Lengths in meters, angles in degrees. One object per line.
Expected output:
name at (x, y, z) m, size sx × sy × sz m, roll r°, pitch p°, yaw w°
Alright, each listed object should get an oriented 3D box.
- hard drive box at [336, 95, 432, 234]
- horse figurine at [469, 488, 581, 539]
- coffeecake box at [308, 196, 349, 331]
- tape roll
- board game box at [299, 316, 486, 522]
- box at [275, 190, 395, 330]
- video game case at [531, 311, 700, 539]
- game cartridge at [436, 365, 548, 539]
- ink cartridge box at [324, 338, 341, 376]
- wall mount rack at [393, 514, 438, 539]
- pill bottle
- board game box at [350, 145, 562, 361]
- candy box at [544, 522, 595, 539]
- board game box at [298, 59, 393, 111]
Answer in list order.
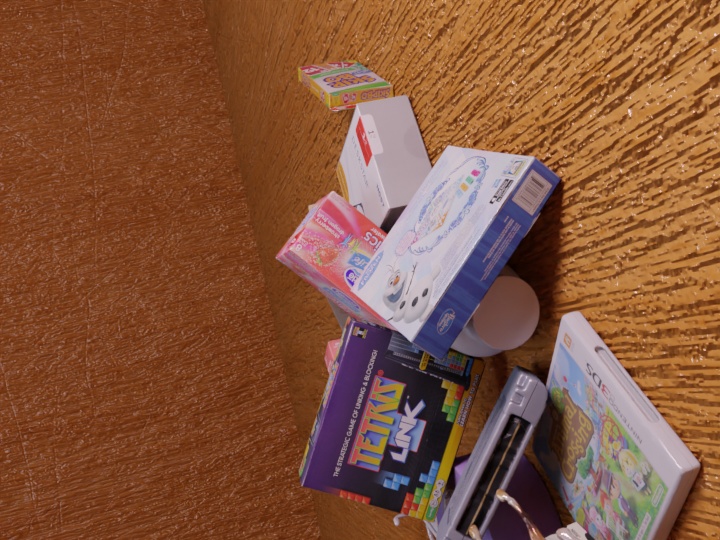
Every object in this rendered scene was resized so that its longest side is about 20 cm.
hard drive box at (0.034, -0.124, 1.099) m, size 0.200 × 0.077 × 0.156 m, roll 117°, pitch 139°, yaw -68°
horse figurine at (0.137, 0.291, 0.677) m, size 0.132 × 0.050 × 0.201 m, roll 30°, pitch 108°, yaw 49°
coffeecake box at (-0.019, 0.001, 1.272) m, size 0.200 × 0.073 × 0.154 m, roll 69°, pitch -171°, yaw -60°
tape roll at (0.163, 0.317, 0.934) m, size 0.200 × 0.085 × 0.201 m, roll 168°, pitch 90°, yaw -77°
board game box at (0.036, 0.173, 0.914) m, size 0.057 × 0.165 × 0.201 m, roll -155°, pitch 82°, yaw -81°
box at (0.000, 0.000, 1.042) m, size 0.200 × 0.103 × 0.095 m, roll 39°, pitch 166°, yaw -10°
video game case at (0.220, 0.169, 0.716) m, size 0.182 × 0.022 × 0.200 m, roll -117°, pitch 20°, yaw -46°
game cartridge at (0.133, 0.195, 0.794) m, size 0.200 × 0.040 × 0.133 m, roll -65°, pitch -5°, yaw 2°
ink cartridge box at (0.029, 0.195, 1.166) m, size 0.068 × 0.116 × 0.200 m, roll 106°, pitch 150°, yaw -59°
wall mount rack at (0.096, 0.391, 1.275) m, size 0.174 × 0.074 × 0.201 m, roll -144°, pitch 43°, yaw -69°
pill bottle at (0.115, 0.036, 0.851) m, size 0.200 × 0.104 × 0.105 m, roll -167°, pitch 66°, yaw -74°
board game box at (0.086, -0.029, 0.790) m, size 0.200 × 0.043 × 0.199 m, roll -56°, pitch 21°, yaw 1°
candy box at (0.226, 0.353, 0.708) m, size 0.136 × 0.061 × 0.200 m, roll -138°, pitch 30°, yaw -67°
board game box at (-0.023, -0.275, 1.155) m, size 0.200 × 0.095 × 0.030 m, roll -124°, pitch 26°, yaw -56°
